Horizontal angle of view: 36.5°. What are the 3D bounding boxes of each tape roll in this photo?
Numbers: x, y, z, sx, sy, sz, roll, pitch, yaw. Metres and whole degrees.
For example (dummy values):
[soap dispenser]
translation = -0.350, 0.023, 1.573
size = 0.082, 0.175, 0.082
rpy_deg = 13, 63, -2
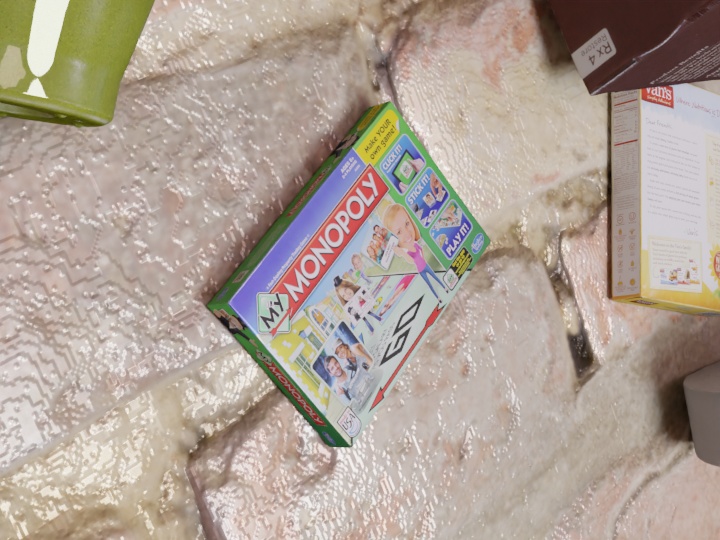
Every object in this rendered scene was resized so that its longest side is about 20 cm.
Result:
[tape roll]
translation = 0.380, 0.111, 0.931
size = 0.198, 0.199, 0.067
rpy_deg = -13, 93, -38

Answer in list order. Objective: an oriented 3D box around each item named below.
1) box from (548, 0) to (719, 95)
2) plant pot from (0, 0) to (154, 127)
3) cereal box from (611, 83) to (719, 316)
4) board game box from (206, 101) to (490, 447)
[box]
translation = 0.270, -0.260, 0.888
size = 0.198, 0.165, 0.167
rpy_deg = -12, 76, -38
[plant pot]
translation = -0.176, -0.178, 0.547
size = 0.198, 0.199, 0.197
rpy_deg = 8, 92, -37
[cereal box]
translation = 0.281, -0.067, 0.975
size = 0.142, 0.039, 0.204
rpy_deg = 9, 78, -37
[board game box]
translation = 0.000, 0.000, 0.752
size = 0.135, 0.029, 0.201
rpy_deg = 51, 58, -23
